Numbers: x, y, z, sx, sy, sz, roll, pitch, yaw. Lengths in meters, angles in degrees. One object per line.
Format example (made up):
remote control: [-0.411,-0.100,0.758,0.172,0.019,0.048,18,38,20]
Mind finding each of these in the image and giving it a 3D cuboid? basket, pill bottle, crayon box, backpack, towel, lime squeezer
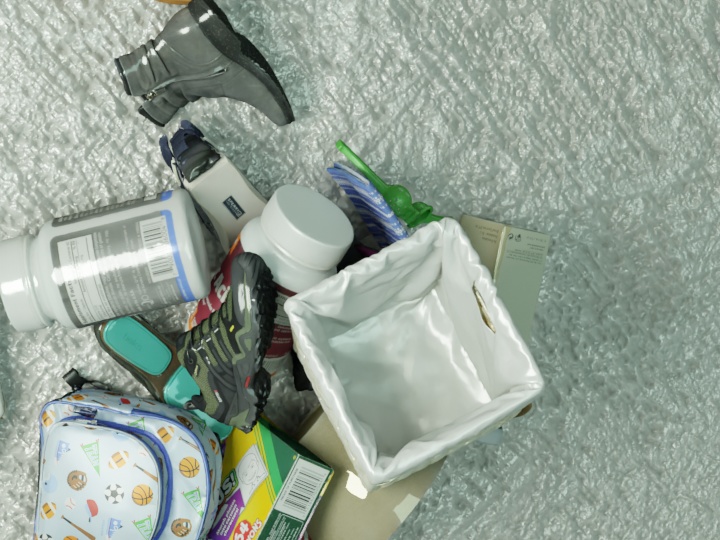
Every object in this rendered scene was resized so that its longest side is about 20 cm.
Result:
basket: [0.050,0.090,1.366,0.198,0.161,0.200,-27,77,-9]
pill bottle: [-0.095,0.016,1.445,0.113,0.115,0.201,18,122,-27]
pill bottle: [-0.259,-0.006,1.379,0.197,0.114,0.115,-13,106,1]
crayon box: [-0.133,0.264,1.475,0.058,0.172,0.202,28,89,-36]
backpack: [-0.240,0.218,1.411,0.187,0.154,0.203,5,98,-1]
towel: [0.037,-0.028,1.533,0.024,0.145,0.201,-37,112,-7]
lime squeezer: [0.048,-0.076,1.555,0.199,0.071,0.038,30,99,-37]

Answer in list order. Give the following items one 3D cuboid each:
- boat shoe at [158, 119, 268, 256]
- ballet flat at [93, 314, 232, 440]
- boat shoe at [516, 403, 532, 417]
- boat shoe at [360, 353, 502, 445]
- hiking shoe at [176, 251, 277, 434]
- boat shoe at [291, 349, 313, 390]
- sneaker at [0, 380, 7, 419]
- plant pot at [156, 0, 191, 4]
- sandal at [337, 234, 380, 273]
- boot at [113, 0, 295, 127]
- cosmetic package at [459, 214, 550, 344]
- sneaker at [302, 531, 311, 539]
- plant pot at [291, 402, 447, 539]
boat shoe: [-0.148,-0.081,1.476,0.074,0.093,0.201,-35,143,-7]
ballet flat: [-0.211,0.104,1.475,0.068,0.068,0.200,-45,115,-11]
boat shoe: [0.110,0.097,1.532,0.198,0.072,0.073,26,52,-10]
boat shoe: [0.067,0.129,1.468,0.197,0.072,0.072,22,82,-8]
hiking shoe: [-0.141,0.072,1.376,0.099,0.076,0.203,11,117,8]
boat shoe: [0.006,0.067,1.566,0.198,0.074,0.094,-17,94,-33]
sneaker: [-0.398,0.106,1.397,0.084,0.072,0.203,14,86,-58]
plant pot: [-0.163,-0.371,1.377,0.197,0.140,0.204,-5,102,-25]
sandal: [-0.001,0.000,1.500,0.075,0.200,0.048,-37,156,-25]
boot: [-0.165,-0.195,1.450,0.131,0.070,0.200,-36,134,8]
cosmetic package: [0.152,0.043,1.624,0.072,0.103,0.203,11,93,-27]
sneaker: [-0.119,0.349,1.559,0.115,0.078,0.202,29,87,-26]
plant pot: [-0.011,0.216,1.538,0.134,0.200,0.201,40,80,-6]
